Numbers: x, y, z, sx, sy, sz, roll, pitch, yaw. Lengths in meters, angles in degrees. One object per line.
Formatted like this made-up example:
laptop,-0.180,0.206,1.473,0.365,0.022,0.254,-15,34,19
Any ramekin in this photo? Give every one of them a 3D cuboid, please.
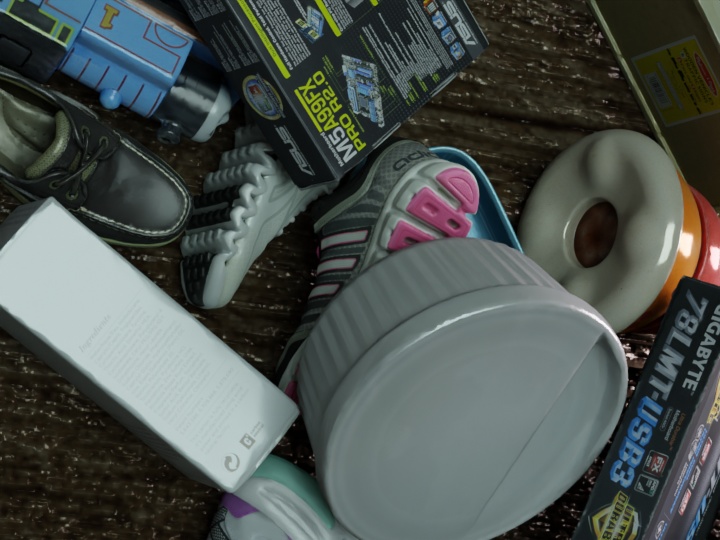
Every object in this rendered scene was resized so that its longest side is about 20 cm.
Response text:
ramekin,0.054,0.070,1.082,0.202,0.094,0.202,-14,132,-17

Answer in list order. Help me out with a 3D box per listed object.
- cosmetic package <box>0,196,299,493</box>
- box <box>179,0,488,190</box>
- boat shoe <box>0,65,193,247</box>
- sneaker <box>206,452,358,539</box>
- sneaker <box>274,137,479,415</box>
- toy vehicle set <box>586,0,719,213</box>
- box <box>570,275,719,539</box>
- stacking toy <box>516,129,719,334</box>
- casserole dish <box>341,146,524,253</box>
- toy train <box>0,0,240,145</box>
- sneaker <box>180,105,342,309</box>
cosmetic package,-0.143,0.045,1.078,0.200,0.102,0.074,43,75,-16
box,-0.027,-0.176,1.089,0.160,0.044,0.200,-44,110,-31
boat shoe,-0.190,-0.070,1.084,0.200,0.065,0.073,26,85,-17
sneaker,-0.021,0.219,1.135,0.200,0.078,0.140,31,77,-8
sneaker,0.000,0.000,1.124,0.074,0.087,0.200,12,118,-36
toy vehicle set,0.231,-0.136,1.234,0.027,0.124,0.200,-31,98,-21
box,0.209,0.129,1.179,0.050,0.199,0.200,19,75,25
stacking toy,0.220,-0.005,1.233,0.200,0.146,0.146,16,80,-36
casserole dish,0.051,0.012,1.182,0.121,0.039,0.200,-25,95,-4
toy train,-0.148,-0.155,1.094,0.200,0.087,0.114,29,69,-17
sneaker,-0.051,-0.061,1.144,0.081,0.075,0.200,31,76,-28
